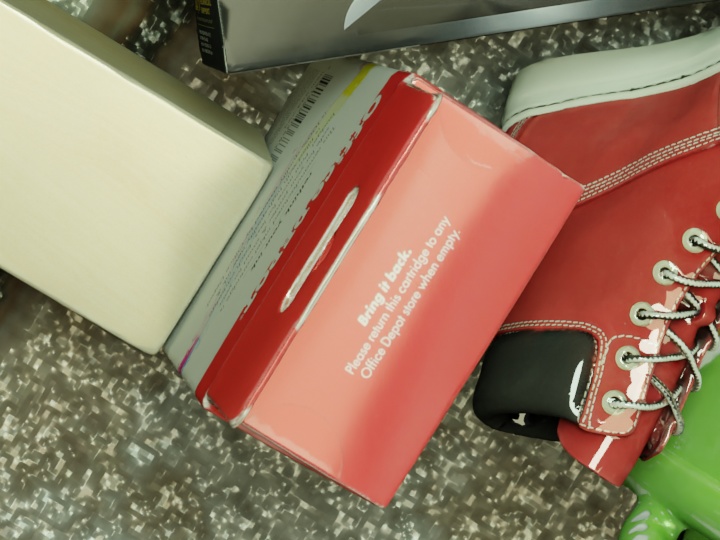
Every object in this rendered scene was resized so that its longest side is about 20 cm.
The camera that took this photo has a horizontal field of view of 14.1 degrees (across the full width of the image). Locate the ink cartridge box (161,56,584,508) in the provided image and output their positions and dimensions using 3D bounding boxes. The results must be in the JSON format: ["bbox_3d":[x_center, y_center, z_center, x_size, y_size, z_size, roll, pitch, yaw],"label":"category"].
[{"bbox_3d":[0.000,0.000,0.906,0.067,0.200,0.116,32,91,-12],"label":"ink cartridge box"}]

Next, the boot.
[{"bbox_3d":[0.121,-0.006,0.908,0.072,0.199,0.145,29,60,-39],"label":"boot"}]

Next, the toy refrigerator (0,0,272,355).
[{"bbox_3d":[-0.133,-0.060,0.944,0.200,0.070,0.076,31,98,-12],"label":"toy refrigerator"}]

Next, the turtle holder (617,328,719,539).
[{"bbox_3d":[0.157,0.058,0.986,0.141,0.185,0.132,29,92,-44],"label":"turtle holder"}]

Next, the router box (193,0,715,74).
[{"bbox_3d":[0.039,-0.153,0.895,0.199,0.052,0.158,-9,99,-11],"label":"router box"}]
